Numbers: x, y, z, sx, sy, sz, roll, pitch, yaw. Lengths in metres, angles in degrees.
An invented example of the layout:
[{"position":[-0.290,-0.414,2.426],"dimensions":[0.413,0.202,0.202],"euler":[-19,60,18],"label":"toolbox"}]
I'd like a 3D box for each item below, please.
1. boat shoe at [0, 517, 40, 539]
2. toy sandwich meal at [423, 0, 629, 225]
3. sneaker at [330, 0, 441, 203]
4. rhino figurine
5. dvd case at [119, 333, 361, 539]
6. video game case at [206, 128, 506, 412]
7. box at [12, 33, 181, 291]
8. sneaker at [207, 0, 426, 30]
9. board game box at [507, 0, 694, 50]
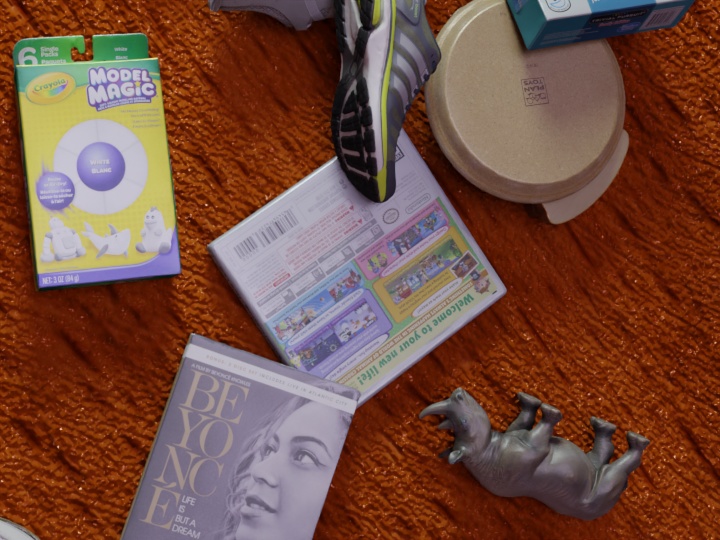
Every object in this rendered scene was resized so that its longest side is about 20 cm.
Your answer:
[{"position":[-0.247,0.251,1.030],"dimensions":[0.200,0.068,0.075],"euler":[38,77,-11],"label":"boat shoe"},{"position":[0.143,-0.143,1.179],"dimensions":[0.203,0.070,0.207],"euler":[2,83,-14],"label":"toy sandwich meal"},{"position":[0.027,-0.153,1.101],"dimensions":[0.080,0.074,0.202],"euler":[-7,110,-29],"label":"sneaker"},{"position":[0.142,0.154,1.159],"dimensions":[0.198,0.060,0.088],"euler":[19,92,-11],"label":"rhino figurine"},{"position":[-0.100,0.169,1.095],"dimensions":[0.148,0.016,0.202],"euler":[20,85,-10],"label":"dvd case"},{"position":[0.000,0.000,1.147],"dimensions":[0.199,0.022,0.183],"euler":[-36,96,-17],"label":"video game case"},{"position":[-0.210,-0.090,1.077],"dimensions":[0.116,0.048,0.202],"euler":[-6,86,-17],"label":"box"},{"position":[-0.038,-0.240,1.136],"dimensions":[0.198,0.082,0.075],"euler":[6,45,-28],"label":"sneaker"},{"position":[0.180,-0.295,1.168],"dimensions":[0.150,0.047,0.201],"euler":[-12,70,-22],"label":"board game box"}]
